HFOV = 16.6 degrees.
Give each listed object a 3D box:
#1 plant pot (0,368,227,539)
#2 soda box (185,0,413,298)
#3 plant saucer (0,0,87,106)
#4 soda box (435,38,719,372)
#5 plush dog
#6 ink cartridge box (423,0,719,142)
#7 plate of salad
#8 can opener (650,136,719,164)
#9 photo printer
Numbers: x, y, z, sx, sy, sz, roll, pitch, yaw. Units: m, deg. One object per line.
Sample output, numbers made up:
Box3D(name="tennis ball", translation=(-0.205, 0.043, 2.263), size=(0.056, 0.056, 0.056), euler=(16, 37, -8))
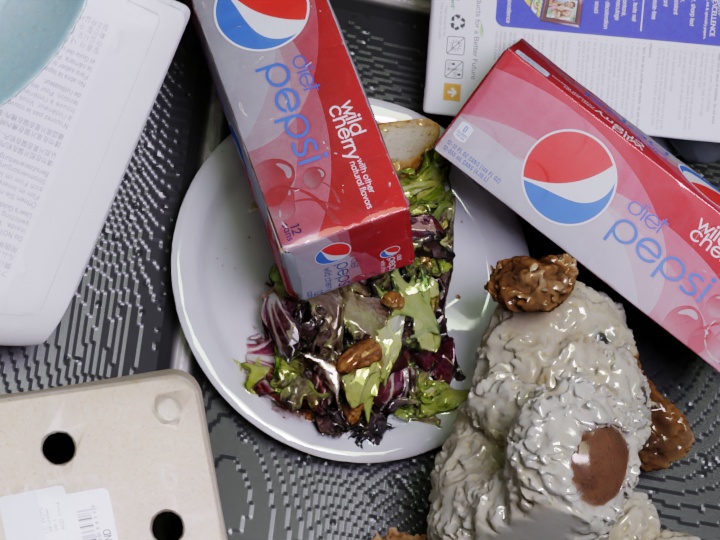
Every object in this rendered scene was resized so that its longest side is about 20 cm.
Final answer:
Box3D(name="plant pot", translation=(-0.144, 0.141, 1.146), size=(0.198, 0.177, 0.201), euler=(-7, 76, -19))
Box3D(name="soda box", translation=(-0.036, -0.090, 1.269), size=(0.070, 0.064, 0.201), euler=(-18, 65, -5))
Box3D(name="plant saucer", translation=(-0.211, -0.154, 1.101), size=(0.199, 0.039, 0.203), euler=(0, 86, 1))
Box3D(name="soda box", translation=(0.138, -0.032, 1.288), size=(0.200, 0.063, 0.070), euler=(38, 104, 2))
Box3D(name="plush dog", translation=(0.097, 0.087, 1.264), size=(0.200, 0.159, 0.173), euler=(55, 43, -42))
Box3D(name="ink cartridge box", translation=(0.135, -0.123, 1.320), size=(0.198, 0.037, 0.096), euler=(7, 102, 13))
Box3D(name="plate of salad", translation=(0.000, 0.000, 1.299), size=(0.198, 0.048, 0.202), euler=(5, 73, -16))
Box3D(name="can opener", translation=(0.155, -0.153, 1.356), size=(0.053, 0.067, 0.201), euler=(-29, 107, -17))
Box3D(name="photo printer", translation=(-0.193, -0.068, 1.214), size=(0.165, 0.069, 0.201), euler=(21, 93, -24))
